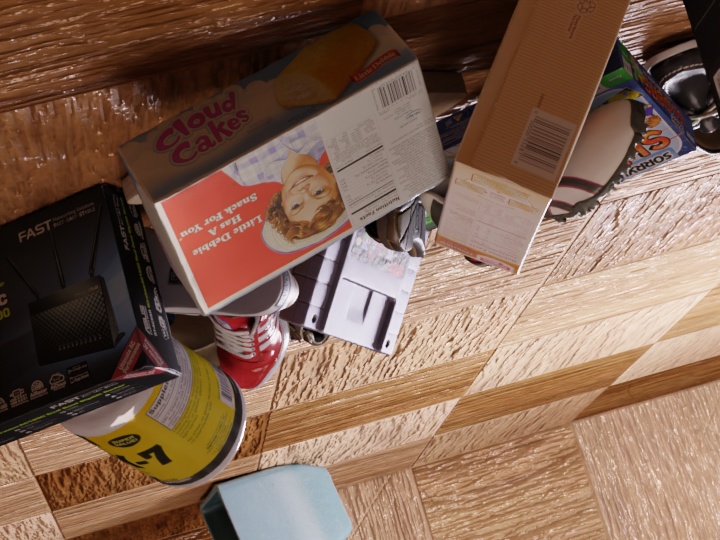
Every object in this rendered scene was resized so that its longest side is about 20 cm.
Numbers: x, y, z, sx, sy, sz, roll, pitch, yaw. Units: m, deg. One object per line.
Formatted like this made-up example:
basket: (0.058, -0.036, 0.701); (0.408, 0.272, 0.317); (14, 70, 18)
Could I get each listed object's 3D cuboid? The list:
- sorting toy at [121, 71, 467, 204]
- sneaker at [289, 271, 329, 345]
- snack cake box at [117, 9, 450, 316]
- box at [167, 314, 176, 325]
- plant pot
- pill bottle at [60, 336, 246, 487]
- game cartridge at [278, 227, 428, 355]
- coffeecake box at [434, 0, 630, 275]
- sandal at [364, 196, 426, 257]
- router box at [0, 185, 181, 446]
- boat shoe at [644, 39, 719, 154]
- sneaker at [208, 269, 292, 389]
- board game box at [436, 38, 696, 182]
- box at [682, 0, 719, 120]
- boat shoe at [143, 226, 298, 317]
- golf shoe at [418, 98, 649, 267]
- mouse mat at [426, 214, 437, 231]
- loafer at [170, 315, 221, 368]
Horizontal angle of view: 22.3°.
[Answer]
sorting toy: (-0.044, -0.077, 1.390); (0.198, 0.070, 0.200); (-5, 161, -42)
sneaker: (-0.065, 0.040, 1.761); (0.070, 0.076, 0.200); (-13, 177, -26)
snack cake box: (-0.048, -0.072, 1.224); (0.199, 0.067, 0.115); (-29, 139, -9)
box: (-0.258, 0.052, 1.639); (0.136, 0.038, 0.200); (6, 159, -22)
plant pot: (-0.129, 0.428, 3.052); (0.199, 0.197, 0.196); (-21, 168, -19)
pill bottle: (-0.193, 0.101, 1.548); (0.114, 0.115, 0.200); (-22, 145, 21)
game cartridge: (0.000, 0.000, 1.632); (0.038, 0.131, 0.200); (21, 179, 26)
coffeecake box: (0.117, -0.101, 1.299); (0.073, 0.154, 0.200); (21, 166, 4)
sandal: (0.026, -0.048, 1.547); (0.054, 0.082, 0.200); (2, -174, 9)
router box: (-0.251, 0.041, 1.428); (0.199, 0.151, 0.062); (-22, 163, 17)
boat shoe: (0.288, -0.144, 1.546); (0.073, 0.061, 0.200); (-16, 166, 13)
sneaker: (-0.105, 0.045, 1.571); (0.113, 0.071, 0.201); (-55, 162, -50)
board game box: (0.156, -0.105, 1.499); (0.199, 0.035, 0.135); (-24, 142, 27)
box: (0.310, -0.189, 1.245); (0.114, 0.133, 0.200); (-13, 166, -9)
boat shoe: (-0.145, 0.001, 1.471); (0.198, 0.073, 0.066); (4, 173, 16)
golf shoe: (0.136, -0.078, 1.440); (0.088, 0.078, 0.200); (38, 123, -26)
mouse mat: (0.079, -0.066, 1.721); (0.199, 0.008, 0.161); (-22, 165, 25)
loafer: (-0.149, 0.059, 1.757); (0.067, 0.076, 0.200); (37, 146, -16)
